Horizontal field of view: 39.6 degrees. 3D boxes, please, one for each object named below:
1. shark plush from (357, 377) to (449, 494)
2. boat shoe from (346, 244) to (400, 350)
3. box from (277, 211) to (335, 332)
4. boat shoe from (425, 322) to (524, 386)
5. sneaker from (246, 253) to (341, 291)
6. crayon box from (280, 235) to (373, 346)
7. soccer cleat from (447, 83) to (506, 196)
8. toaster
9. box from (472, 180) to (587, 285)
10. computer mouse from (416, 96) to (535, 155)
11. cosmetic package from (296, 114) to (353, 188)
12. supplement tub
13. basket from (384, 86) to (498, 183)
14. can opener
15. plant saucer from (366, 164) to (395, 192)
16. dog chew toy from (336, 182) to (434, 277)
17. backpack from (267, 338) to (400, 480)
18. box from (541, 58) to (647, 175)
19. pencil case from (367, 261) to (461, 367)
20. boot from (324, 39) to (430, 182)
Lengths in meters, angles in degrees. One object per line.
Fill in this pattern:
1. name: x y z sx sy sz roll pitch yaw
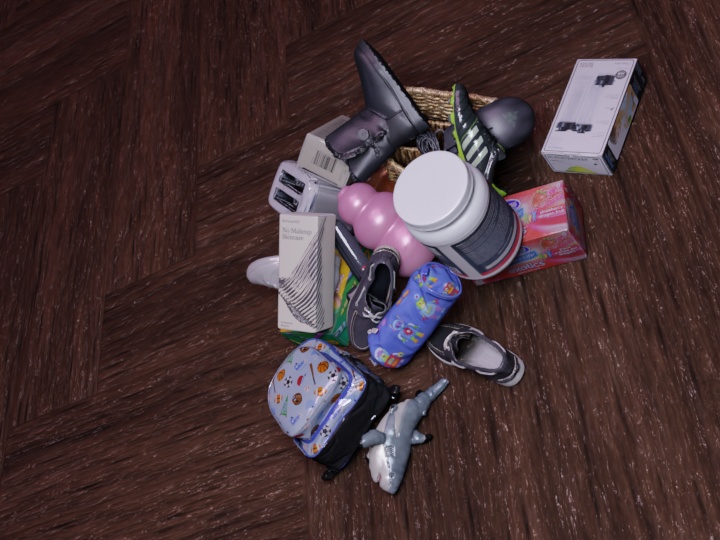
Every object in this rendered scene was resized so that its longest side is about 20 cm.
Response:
1. shark plush: 0.078 0.260 1.606 0.083 0.091 0.200 31 59 24
2. boat shoe: 0.018 0.055 1.694 0.063 0.073 0.200 -70 -3 -67
3. box: -0.092 0.002 1.715 0.082 0.068 0.200 4 98 27
4. boat shoe: 0.171 0.126 1.605 0.200 0.060 0.074 29 86 44
5. sneaker: -0.127 0.021 1.805 0.200 0.075 0.089 -8 74 34
6. crayon box: -0.059 0.037 1.828 0.119 0.058 0.200 -2 61 35
7. soccer cleat: 0.192 -0.209 1.634 0.081 0.068 0.200 -10 96 11
8. toaster: -0.083 -0.135 1.883 0.200 0.129 0.114 38 112 50
9. box: 0.260 -0.060 1.643 0.200 0.095 0.103 -15 55 27
10. computer mouse: 0.202 -0.219 1.681 0.200 0.053 0.139 -32 86 15
11. cosmetic package: -0.034 -0.226 1.877 0.105 0.200 0.071 26 114 10
12. supplement tub: 0.151 -0.082 1.530 0.140 0.200 0.141 -15 60 27
13. basket: 0.139 -0.219 1.756 0.200 0.149 0.143 11 64 13
14. can opener: 0.000 0.000 1.743 0.079 0.200 0.063 -29 8 -25
15. plant saucer: 0.082 -0.145 1.869 0.200 0.032 0.201 -18 52 26
16. dog chew toy: 0.045 -0.078 1.742 0.200 0.125 0.125 36 83 2
17. backpack: -0.066 0.210 1.664 0.200 0.154 0.190 -51 36 0
18. box: 0.399 -0.263 1.706 0.117 0.060 0.200 8 66 38
19. pencil case: 0.083 0.075 1.632 0.200 0.087 0.078 -55 12 35
20. boot: 0.001 -0.272 1.719 0.168 0.076 0.200 -35 86 14
